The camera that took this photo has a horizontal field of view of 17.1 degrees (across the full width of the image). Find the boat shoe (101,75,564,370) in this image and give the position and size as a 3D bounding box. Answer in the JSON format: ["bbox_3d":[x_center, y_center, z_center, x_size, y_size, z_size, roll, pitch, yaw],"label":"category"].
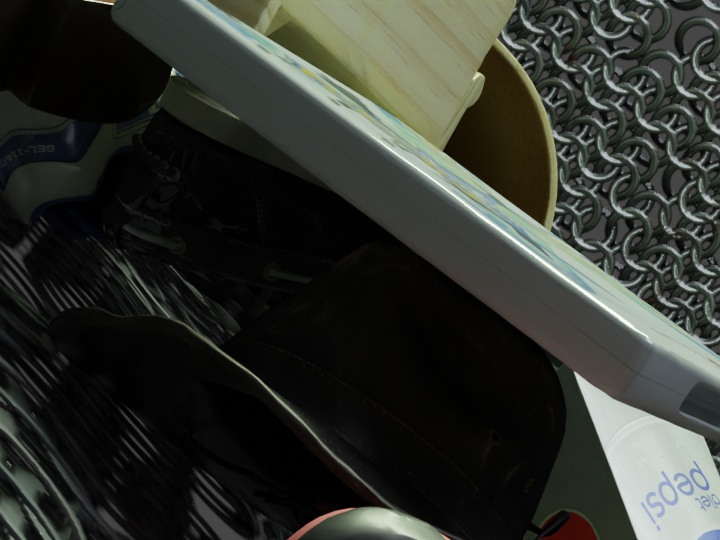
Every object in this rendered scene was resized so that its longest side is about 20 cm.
[{"bbox_3d":[0.000,0.000,0.871,0.200,0.068,0.072,26,4,-27],"label":"boat shoe"}]

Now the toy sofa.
[{"bbox_3d":[-0.021,-0.103,0.882,0.083,0.098,0.200,26,-3,23],"label":"toy sofa"}]

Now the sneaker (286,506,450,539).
[{"bbox_3d":[0.009,0.113,0.634,0.087,0.074,0.200,36,-11,38],"label":"sneaker"}]

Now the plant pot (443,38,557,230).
[{"bbox_3d":[-0.019,-0.053,1.284,0.186,0.186,0.200,48,-10,-17],"label":"plant pot"}]

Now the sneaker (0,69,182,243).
[{"bbox_3d":[-0.100,-0.049,0.915,0.200,0.075,0.088,3,68,-71],"label":"sneaker"}]

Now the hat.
[{"bbox_3d":[0.010,0.043,0.712,0.200,0.081,0.201,33,-12,8],"label":"hat"}]

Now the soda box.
[{"bbox_3d":[0.107,0.135,0.855,0.063,0.068,0.200,6,55,-43],"label":"soda box"}]

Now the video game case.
[{"bbox_3d":[0.037,-0.013,0.742,0.200,0.022,0.182,37,6,25],"label":"video game case"}]

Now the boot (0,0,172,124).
[{"bbox_3d":[-0.176,-0.118,0.758,0.186,0.064,0.200,23,12,-46],"label":"boot"}]

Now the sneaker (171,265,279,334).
[{"bbox_3d":[-0.055,-0.007,1.061,0.200,0.073,0.112,41,7,-6],"label":"sneaker"}]
